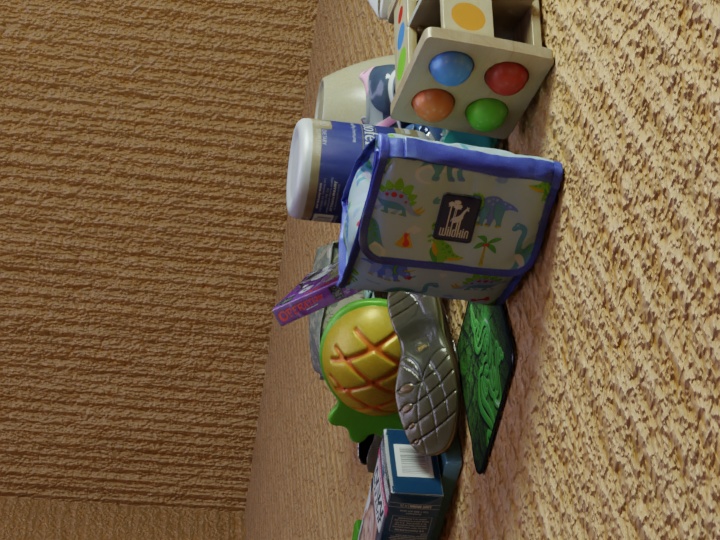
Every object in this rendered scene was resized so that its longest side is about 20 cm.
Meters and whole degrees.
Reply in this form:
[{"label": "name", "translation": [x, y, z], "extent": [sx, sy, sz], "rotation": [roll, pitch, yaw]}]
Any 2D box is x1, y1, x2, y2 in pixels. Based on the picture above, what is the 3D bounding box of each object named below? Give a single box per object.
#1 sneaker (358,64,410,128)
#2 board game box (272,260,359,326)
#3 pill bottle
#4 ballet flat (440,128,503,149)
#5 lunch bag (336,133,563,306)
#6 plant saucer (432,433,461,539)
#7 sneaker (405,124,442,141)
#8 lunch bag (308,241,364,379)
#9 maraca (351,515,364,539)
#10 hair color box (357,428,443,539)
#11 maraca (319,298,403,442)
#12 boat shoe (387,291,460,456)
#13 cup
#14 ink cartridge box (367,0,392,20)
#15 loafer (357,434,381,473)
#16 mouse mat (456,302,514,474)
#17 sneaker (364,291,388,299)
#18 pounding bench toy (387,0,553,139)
[{"label": "sneaker", "translation": [0.040, -0.168, 1.755], "extent": [0.082, 0.070, 0.201], "rotation": [16, 117, 41]}, {"label": "board game box", "translation": [0.000, 0.000, 1.616], "extent": [0.032, 0.199, 0.120], "rotation": [59, -152, -13]}, {"label": "pill bottle", "translation": [0.020, -0.107, 1.556], "extent": [0.116, 0.199, 0.116], "rotation": [-175, 90, -80]}, {"label": "ballet flat", "translation": [0.119, -0.143, 1.426], "extent": [0.064, 0.075, 0.201], "rotation": [57, -149, -50]}, {"label": "lunch bag", "translation": [0.076, -0.054, 1.247], "extent": [0.200, 0.169, 0.128], "rotation": [115, 159, -60]}, {"label": "plant saucer", "translation": [0.082, 0.258, 1.531], "extent": [0.070, 0.019, 0.201], "rotation": [-95, 15, -49]}, {"label": "sneaker", "translation": [0.065, -0.136, 1.671], "extent": [0.074, 0.082, 0.201], "rotation": [123, 154, -75]}, {"label": "lunch bag", "translation": [-0.019, 0.065, 1.992], "extent": [0.164, 0.117, 0.201], "rotation": [166, 114, -80]}, {"label": "maraca", "translation": [0.000, 0.405, 1.683], "extent": [0.137, 0.107, 0.201], "rotation": [134, 142, -65]}, {"label": "hair color box", "translation": [0.041, 0.284, 1.528], "extent": [0.100, 0.060, 0.201], "rotation": [-96, 14, -53]}, {"label": "maraca", "translation": [0.020, 0.121, 1.598], "extent": [0.107, 0.136, 0.201], "rotation": [-69, -17, -59]}, {"label": "boat shoe", "translation": [0.079, 0.104, 1.488], "extent": [0.068, 0.072, 0.201], "rotation": [30, -131, -60]}, {"label": "cup", "translation": [0.012, -0.204, 1.860], "extent": [0.200, 0.143, 0.201], "rotation": [-175, 90, -82]}, {"label": "ink cartridge box", "translation": [0.079, -0.323, 1.475], "extent": [0.200, 0.146, 0.083], "rotation": [-105, 21, -68]}, {"label": "loafer", "translation": [0.029, 0.211, 1.743], "extent": [0.200, 0.067, 0.076], "rotation": [-135, 51, -79]}, {"label": "mouse mat", "translation": [0.124, 0.087, 1.391], "extent": [0.200, 0.007, 0.161], "rotation": [-98, 16, -54]}, {"label": "sneaker", "translation": [0.043, 0.031, 1.728], "extent": [0.201, 0.073, 0.119], "rotation": [-80, 7, -60]}, {"label": "pounding bench toy", "translation": [0.092, -0.200, 1.333], "extent": [0.200, 0.124, 0.157], "rotation": [117, 157, -56]}]
